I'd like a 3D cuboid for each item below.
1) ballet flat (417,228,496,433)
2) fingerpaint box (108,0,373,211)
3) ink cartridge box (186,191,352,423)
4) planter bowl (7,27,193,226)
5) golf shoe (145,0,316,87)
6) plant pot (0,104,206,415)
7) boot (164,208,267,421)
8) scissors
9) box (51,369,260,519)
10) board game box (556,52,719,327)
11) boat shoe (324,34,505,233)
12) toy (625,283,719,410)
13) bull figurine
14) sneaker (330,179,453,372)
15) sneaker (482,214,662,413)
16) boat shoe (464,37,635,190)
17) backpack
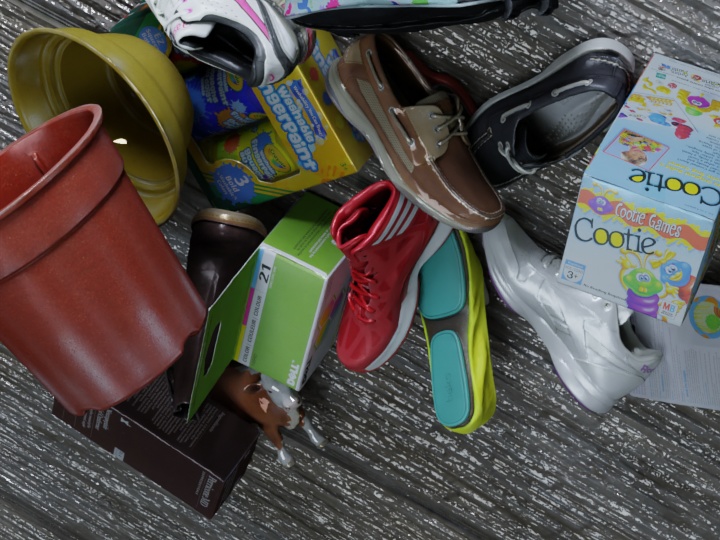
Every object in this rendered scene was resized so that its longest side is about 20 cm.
[{"bbox_3d":[0.091,0.047,1.577,0.067,0.067,0.201,-11,83,41],"label":"ballet flat"},{"bbox_3d":[-0.099,-0.164,1.533,0.166,0.073,0.201,-15,114,34],"label":"fingerpaint box"},{"bbox_3d":[-0.074,0.046,1.584,0.075,0.200,0.148,24,130,10],"label":"ink cartridge box"},{"bbox_3d":[-0.205,-0.141,1.500,0.200,0.083,0.201,29,143,24],"label":"planter bowl"},{"bbox_3d":[-0.134,-0.221,1.409,0.199,0.092,0.073,33,130,9],"label":"golf shoe"},{"bbox_3d":[-0.240,0.000,1.443,0.200,0.201,0.196,-19,116,36],"label":"plant pot"},{"bbox_3d":[-0.136,0.044,1.603,0.072,0.167,0.200,11,161,-4],"label":"boot"},{"bbox_3d":[0.036,-0.188,1.490,0.073,0.014,0.201,-17,112,38],"label":"scissors"},{"bbox_3d":[-0.205,0.150,1.722,0.199,0.075,0.100,31,147,6],"label":"box"},{"bbox_3d":[0.237,-0.066,1.344,0.104,0.200,0.103,21,129,14],"label":"board game box"},{"bbox_3d":[0.052,-0.117,1.454,0.200,0.076,0.072,48,128,8],"label":"boat shoe"},{"bbox_3d":[0.317,0.062,1.483,0.199,0.047,0.116,9,113,45],"label":"toy"},{"bbox_3d":[-0.103,0.135,1.733,0.199,0.065,0.122,1,125,51],"label":"bull figurine"},{"bbox_3d":[0.000,0.000,1.538,0.078,0.115,0.201,37,113,39],"label":"sneaker"},{"bbox_3d":[0.185,0.022,1.519,0.099,0.075,0.200,-36,91,25],"label":"sneaker"},{"bbox_3d":[0.148,-0.115,1.442,0.074,0.061,0.200,37,133,-23],"label":"boat shoe"},{"bbox_3d":[0.034,-0.251,1.338,0.199,0.177,0.152,-7,99,30],"label":"backpack"}]
